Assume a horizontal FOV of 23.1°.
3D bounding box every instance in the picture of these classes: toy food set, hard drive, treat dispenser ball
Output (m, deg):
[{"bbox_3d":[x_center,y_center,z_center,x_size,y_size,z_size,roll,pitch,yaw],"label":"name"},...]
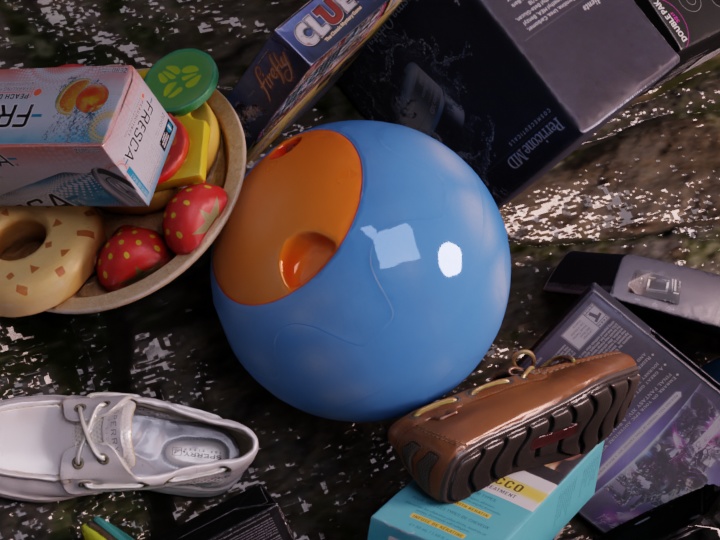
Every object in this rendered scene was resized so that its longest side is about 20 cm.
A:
[{"bbox_3d":[-0.170,-0.060,1.155,0.200,0.049,0.198,-11,55,16],"label":"toy food set"},{"bbox_3d":[0.252,0.026,1.318,0.200,0.135,0.042,15,88,-17],"label":"hard drive"},{"bbox_3d":[0.000,0.000,1.173,0.200,0.201,0.201,9,65,-21],"label":"treat dispenser ball"}]

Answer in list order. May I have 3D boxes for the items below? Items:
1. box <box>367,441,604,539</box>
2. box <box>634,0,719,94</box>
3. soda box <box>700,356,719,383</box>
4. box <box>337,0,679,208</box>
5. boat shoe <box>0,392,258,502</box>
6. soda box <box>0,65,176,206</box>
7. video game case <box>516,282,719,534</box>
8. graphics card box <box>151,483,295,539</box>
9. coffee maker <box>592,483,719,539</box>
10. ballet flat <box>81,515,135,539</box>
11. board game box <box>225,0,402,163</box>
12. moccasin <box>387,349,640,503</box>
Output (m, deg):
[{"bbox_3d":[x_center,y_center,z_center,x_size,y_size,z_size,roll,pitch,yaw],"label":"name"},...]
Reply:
[{"bbox_3d":[0.085,0.155,1.166,0.082,0.049,0.200,20,28,23],"label":"box"},{"bbox_3d":[0.221,-0.258,1.432,0.148,0.124,0.200,-28,84,-32],"label":"box"},{"bbox_3d":[0.297,0.167,1.322,0.068,0.064,0.200,7,65,-22],"label":"soda box"},{"bbox_3d":[0.090,-0.163,1.287,0.117,0.197,0.200,-37,87,-31],"label":"box"},{"bbox_3d":[-0.162,0.107,1.130,0.200,0.069,0.071,2,70,-23],"label":"boat shoe"},{"bbox_3d":[-0.222,-0.084,1.117,0.068,0.200,0.064,56,43,-50],"label":"soda box"},{"bbox_3d":[0.196,0.121,1.258,0.200,0.143,0.019,38,23,-6],"label":"video game case"},{"bbox_3d":[-0.070,0.245,1.064,0.125,0.051,0.200,-27,107,-10],"label":"graphics card box"},{"bbox_3d":[0.227,0.265,1.173,0.192,0.135,0.200,-22,84,-55],"label":"coffee maker"},{"bbox_3d":[-0.104,0.234,1.112,0.200,0.067,0.067,35,80,-10],"label":"ballet flat"},{"bbox_3d":[-0.040,-0.142,1.216,0.035,0.200,0.135,46,58,0],"label":"board game box"},{"bbox_3d":[0.106,0.093,1.169,0.201,0.074,0.078,-22,46,-32],"label":"moccasin"}]
